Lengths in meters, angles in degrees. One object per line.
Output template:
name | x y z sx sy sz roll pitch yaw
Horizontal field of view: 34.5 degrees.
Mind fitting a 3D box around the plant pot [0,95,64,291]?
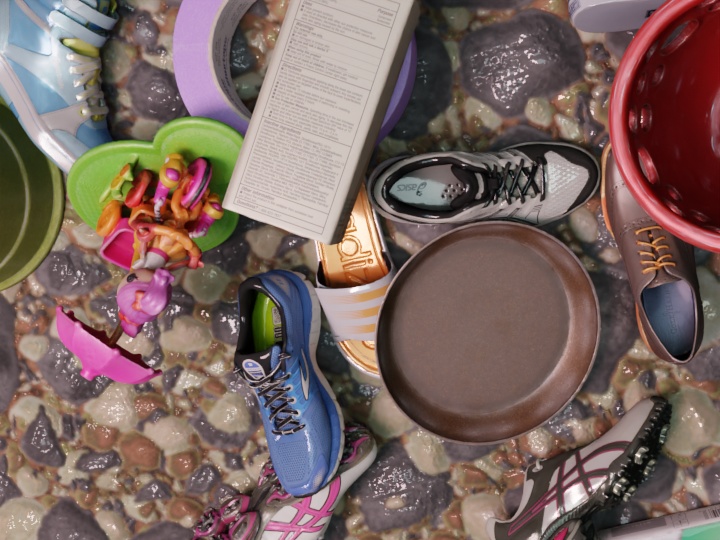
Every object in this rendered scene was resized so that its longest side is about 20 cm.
plant pot | -0.383 -0.060 0.987 0.199 0.190 0.201 1 99 8

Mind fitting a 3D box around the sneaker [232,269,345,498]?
sneaker | -0.073 0.097 0.997 0.078 0.089 0.201 -19 77 27

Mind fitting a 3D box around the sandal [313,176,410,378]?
sandal | -0.008 0.002 1.014 0.079 0.059 0.207 -17 96 10

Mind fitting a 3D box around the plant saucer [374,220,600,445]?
plant saucer | 0.108 0.052 1.000 0.199 0.032 0.201 -2 105 -8

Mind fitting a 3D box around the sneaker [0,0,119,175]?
sneaker | -0.241 -0.174 1.007 0.130 0.080 0.200 -37 94 12

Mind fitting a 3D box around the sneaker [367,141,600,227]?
sneaker | 0.106 -0.066 0.972 0.199 0.088 0.076 -7 95 1

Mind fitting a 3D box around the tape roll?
tape roll | -0.054 -0.182 0.979 0.199 0.066 0.201 0 92 7

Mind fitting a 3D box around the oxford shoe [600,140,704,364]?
oxford shoe | 0.251 -0.019 0.971 0.071 0.073 0.201 -17 96 10

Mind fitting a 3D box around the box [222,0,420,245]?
box | -0.028 -0.128 0.906 0.095 0.078 0.201 21 95 5

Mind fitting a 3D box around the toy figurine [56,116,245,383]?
toy figurine | -0.170 0.000 0.933 0.150 0.185 0.200 29 138 -28

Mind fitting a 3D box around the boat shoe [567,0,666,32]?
boat shoe | 0.265 -0.240 0.937 0.199 0.074 0.066 -4 74 -5

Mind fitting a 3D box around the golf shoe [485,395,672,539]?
golf shoe | 0.191 0.179 1.008 0.088 0.077 0.200 36 85 31

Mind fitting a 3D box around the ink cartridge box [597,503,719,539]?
ink cartridge box | 0.314 0.312 1.029 0.160 0.050 0.201 -15 95 9

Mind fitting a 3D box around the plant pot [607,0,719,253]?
plant pot | 0.306 -0.115 0.873 0.200 0.182 0.201 2 95 27

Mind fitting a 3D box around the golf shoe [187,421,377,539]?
golf shoe | -0.060 0.216 1.059 0.200 0.073 0.092 -38 124 7
